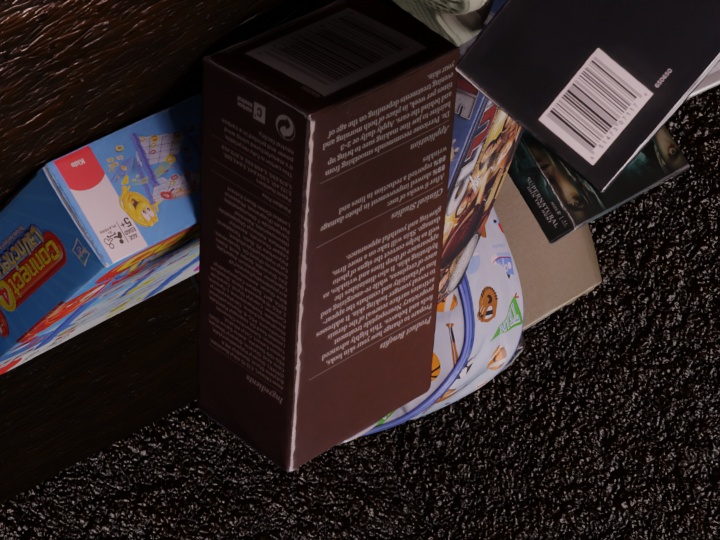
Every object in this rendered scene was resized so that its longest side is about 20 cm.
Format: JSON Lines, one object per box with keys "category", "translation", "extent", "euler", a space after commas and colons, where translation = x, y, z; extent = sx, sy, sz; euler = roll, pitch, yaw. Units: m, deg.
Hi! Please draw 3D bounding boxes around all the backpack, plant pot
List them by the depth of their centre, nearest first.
{"category": "backpack", "translation": [0.000, 0.000, 1.432], "extent": [0.200, 0.191, 0.154], "euler": [-32, 176, 37]}
{"category": "plant pot", "translation": [0.149, -0.021, 2.601], "extent": [0.200, 0.177, 0.200], "euler": [-31, 177, -9]}

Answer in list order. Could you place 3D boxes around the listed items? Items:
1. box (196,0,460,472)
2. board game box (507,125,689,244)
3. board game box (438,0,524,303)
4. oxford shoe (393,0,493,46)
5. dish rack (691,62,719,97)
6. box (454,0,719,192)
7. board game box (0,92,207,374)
{"category": "box", "translation": [-0.017, -0.017, 1.126], "extent": [0.100, 0.075, 0.200], "euler": [-28, 134, -38]}
{"category": "board game box", "translation": [0.158, -0.105, 1.768], "extent": [0.028, 0.135, 0.200], "euler": [-33, 176, 35]}
{"category": "board game box", "translation": [0.052, -0.067, 1.250], "extent": [0.135, 0.035, 0.200], "euler": [-38, 152, -64]}
{"category": "oxford shoe", "translation": [0.027, -0.127, 0.880], "extent": [0.058, 0.075, 0.200], "euler": [-52, 173, 3]}
{"category": "dish rack", "translation": [0.204, -0.149, 1.564], "extent": [0.200, 0.044, 0.172], "euler": [-24, -154, -8]}
{"category": "box", "translation": [0.135, -0.140, 0.916], "extent": [0.200, 0.079, 0.141], "euler": [-51, 177, 19]}
{"category": "board game box", "translation": [-0.104, -0.029, 1.218], "extent": [0.200, 0.056, 0.196], "euler": [-29, 176, -35]}
